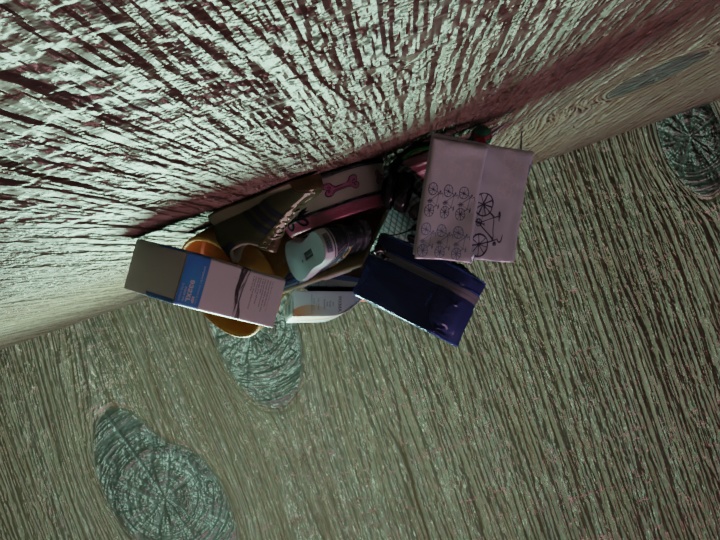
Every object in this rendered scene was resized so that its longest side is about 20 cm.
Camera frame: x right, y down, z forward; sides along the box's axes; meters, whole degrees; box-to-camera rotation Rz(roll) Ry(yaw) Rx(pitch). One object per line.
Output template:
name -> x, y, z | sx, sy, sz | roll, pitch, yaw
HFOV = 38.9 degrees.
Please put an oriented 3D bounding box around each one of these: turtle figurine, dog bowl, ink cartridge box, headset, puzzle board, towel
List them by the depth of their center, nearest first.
headset -> 0.081, -0.106, 1.570 | 0.200, 0.123, 0.094 | -56, 173, 4
ink cartridge box -> -0.240, 0.021, 1.588 | 0.145, 0.084, 0.199 | 11, 175, 46
dog bowl -> -0.047, -0.113, 1.645 | 0.199, 0.074, 0.200 | -19, 180, 0
turtle figurine -> 0.198, -0.177, 1.682 | 0.100, 0.150, 0.201 | 0, 134, -17
puzzle board -> -0.044, -0.032, 1.722 | 0.199, 0.017, 0.151 | -20, -147, 40
towel -> 0.093, -0.073, 1.773 | 0.085, 0.165, 0.200 | -36, 153, -30
ink cartridge box -> -0.030, 0.068, 1.796 | 0.199, 0.050, 0.162 | 3, 173, -8

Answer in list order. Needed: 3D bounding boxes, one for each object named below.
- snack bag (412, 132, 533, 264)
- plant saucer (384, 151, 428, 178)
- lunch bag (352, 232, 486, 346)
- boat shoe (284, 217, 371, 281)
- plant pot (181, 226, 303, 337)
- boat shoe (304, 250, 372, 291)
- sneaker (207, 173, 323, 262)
snack bag -> 0.176, -0.102, 1.560 | 0.199, 0.190, 0.021 | 6, -174, -30
plant saucer -> 0.119, -0.182, 1.864 | 0.200, 0.051, 0.201 | -20, 180, 0
lunch bag -> 0.094, 0.019, 1.646 | 0.199, 0.133, 0.136 | 26, 178, 27
boat shoe -> -0.053, -0.034, 1.653 | 0.090, 0.071, 0.200 | -18, 179, -24
plant pot -> -0.190, -0.012, 1.829 | 0.200, 0.201, 0.183 | -19, -165, 49
boat shoe -> 0.000, 0.000, 1.772 | 0.199, 0.073, 0.072 | 2, 168, 7
sneaker -> -0.133, -0.073, 1.541 | 0.199, 0.090, 0.067 | -19, 179, 24
